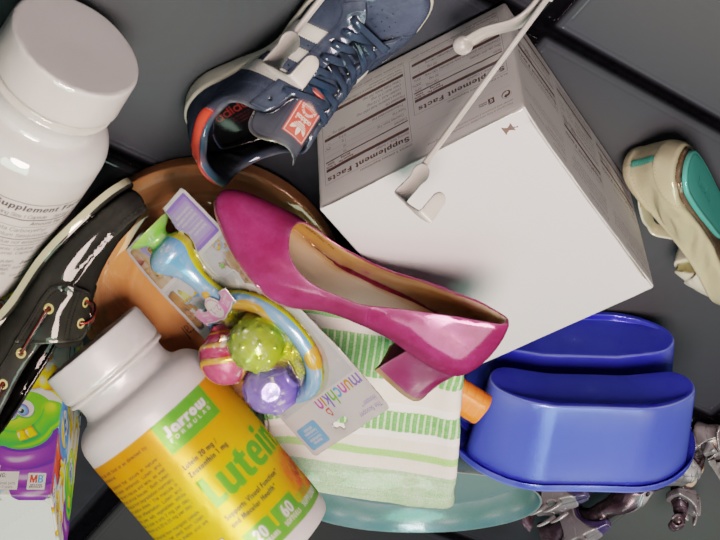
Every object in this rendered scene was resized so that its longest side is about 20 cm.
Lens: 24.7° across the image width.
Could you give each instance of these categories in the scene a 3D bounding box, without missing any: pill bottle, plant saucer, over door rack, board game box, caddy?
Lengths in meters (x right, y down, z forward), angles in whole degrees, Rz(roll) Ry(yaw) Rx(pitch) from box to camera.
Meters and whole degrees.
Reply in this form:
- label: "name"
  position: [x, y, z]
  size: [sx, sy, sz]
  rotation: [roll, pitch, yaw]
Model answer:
- label: "pill bottle"
  position: [-0.126, 0.127, 1.166]
  size: [0.111, 0.111, 0.200]
  rotation: [-36, 97, 29]
- label: "pill bottle"
  position: [-0.231, -0.080, 1.083]
  size: [0.114, 0.115, 0.200]
  rotation: [23, 129, -25]
- label: "plant saucer"
  position: [0.048, 0.178, 1.342]
  size: [0.199, 0.028, 0.200]
  rotation: [0, 158, 0]
- label: "over door rack"
  position: [0.030, -0.156, 0.999]
  size: [0.066, 0.201, 0.148]
  rotation: [12, 157, 49]
- label: "plant saucer"
  position: [-0.111, 0.016, 1.200]
  size: [0.199, 0.032, 0.202]
  rotation: [1, 115, 3]
- label: "board game box"
  position: [-0.265, 0.116, 1.217]
  size: [0.104, 0.201, 0.103]
  rotation: [0, 136, -3]
- label: "caddy"
  position: [0.166, 0.109, 1.280]
  size: [0.199, 0.142, 0.106]
  rotation: [2, 121, -7]

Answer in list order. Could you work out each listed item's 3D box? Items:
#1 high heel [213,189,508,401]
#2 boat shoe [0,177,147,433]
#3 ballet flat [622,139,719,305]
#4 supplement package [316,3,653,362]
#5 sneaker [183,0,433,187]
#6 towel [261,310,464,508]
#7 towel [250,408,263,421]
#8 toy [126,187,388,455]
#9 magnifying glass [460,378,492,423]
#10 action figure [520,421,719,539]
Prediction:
- label: "high heel"
  position: [0.000, 0.000, 1.064]
  size: [0.200, 0.067, 0.096]
  rotation: [44, 129, -6]
- label: "boat shoe"
  position: [-0.208, 0.025, 1.122]
  size: [0.063, 0.074, 0.202]
  rotation: [41, 97, 3]
- label: "ballet flat"
  position: [0.252, -0.026, 1.222]
  size: [0.069, 0.070, 0.200]
  rotation: [-25, 130, 20]
- label: "supplement package"
  position: [0.085, -0.052, 1.140]
  size: [0.155, 0.111, 0.200]
  rotation: [-25, 131, 20]
- label: "sneaker"
  position: [-0.032, -0.121, 1.078]
  size: [0.200, 0.085, 0.075]
  rotation: [-34, 129, 26]
- label: "towel"
  position: [-0.002, 0.095, 1.188]
  size: [0.151, 0.023, 0.201]
  rotation: [6, 131, 5]
- label: "towel"
  position: [-0.011, 0.133, 1.347]
  size: [0.199, 0.037, 0.149]
  rotation: [5, 141, -25]
- label: "toy"
  position: [-0.084, 0.048, 1.120]
  size: [0.200, 0.047, 0.115]
  rotation: [50, 145, -1]
- label: "magnifying glass"
  position: [0.008, 0.049, 1.184]
  size: [0.199, 0.022, 0.080]
  rotation: [33, 113, -11]
- label: "action figure"
  position: [0.238, 0.184, 1.424]
  size: [0.199, 0.070, 0.130]
  rotation: [-29, 122, 18]
